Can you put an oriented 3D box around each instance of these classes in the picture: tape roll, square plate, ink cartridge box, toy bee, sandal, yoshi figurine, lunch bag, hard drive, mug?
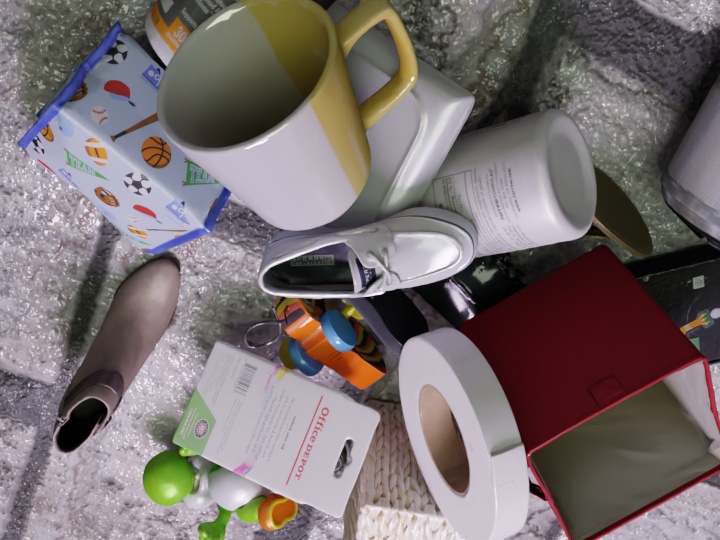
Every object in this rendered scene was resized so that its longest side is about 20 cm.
[{"bbox_3d":[0.093,0.156,0.772,0.036,0.203,0.206,-14,120,-18],"label":"tape roll"},{"bbox_3d":[-0.018,-0.122,0.753,0.197,0.028,0.202,39,117,21],"label":"square plate"},{"bbox_3d":[-0.080,0.166,0.850,0.197,0.067,0.119,21,79,17],"label":"ink cartridge box"},{"bbox_3d":[-0.045,0.048,0.877,0.129,0.110,0.201,-22,143,5],"label":"toy bee"},{"bbox_3d":[0.001,0.000,0.838,0.200,0.076,0.043,43,135,-7],"label":"sandal"},{"bbox_3d":[-0.175,0.247,0.937,0.197,0.113,0.113,-6,128,34],"label":"yoshi figurine"},{"bbox_3d":[0.203,-0.077,0.834,0.211,0.078,0.069,39,135,-13],"label":"sandal"},{"bbox_3d":[-0.217,-0.107,0.755,0.170,0.125,0.199,41,149,-21],"label":"lunch bag"},{"bbox_3d":[0.361,0.046,0.910,0.196,0.038,0.142,-15,117,5],"label":"hard drive"},{"bbox_3d":[-0.045,-0.114,0.651,0.183,0.152,0.154,-10,147,18],"label":"mug"}]

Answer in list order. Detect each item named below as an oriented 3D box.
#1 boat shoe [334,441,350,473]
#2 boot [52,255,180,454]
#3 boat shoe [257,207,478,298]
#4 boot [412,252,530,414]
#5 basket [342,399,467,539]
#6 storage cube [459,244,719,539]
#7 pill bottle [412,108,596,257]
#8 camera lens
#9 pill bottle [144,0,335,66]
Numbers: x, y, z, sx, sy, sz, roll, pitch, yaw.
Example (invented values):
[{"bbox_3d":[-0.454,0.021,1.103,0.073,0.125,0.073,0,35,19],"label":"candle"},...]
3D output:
[{"bbox_3d":[-0.098,0.194,0.964,0.199,0.061,0.072,33,113,-17],"label":"boat shoe"},{"bbox_3d":[-0.257,0.095,0.858,0.069,0.147,0.201,28,114,-14],"label":"boot"},{"bbox_3d":[0.006,-0.004,0.714,0.196,0.066,0.075,-10,114,13],"label":"boat shoe"},{"bbox_3d":[0.106,0.052,0.888,0.197,0.074,0.162,-39,111,18],"label":"boot"},{"bbox_3d":[0.065,0.288,0.942,0.157,0.201,0.202,8,118,-4],"label":"basket"},{"bbox_3d":[0.223,0.120,0.796,0.198,0.181,0.172,-29,127,5],"label":"storage cube"},{"bbox_3d":[0.108,-0.071,0.762,0.197,0.115,0.115,-10,123,39],"label":"pill bottle"},{"bbox_3d":[0.389,-0.117,0.754,0.157,0.161,0.203,17,117,-11],"label":"camera lens"},{"bbox_3d":[-0.085,-0.248,0.697,0.116,0.117,0.200,38,111,-20],"label":"pill bottle"}]
